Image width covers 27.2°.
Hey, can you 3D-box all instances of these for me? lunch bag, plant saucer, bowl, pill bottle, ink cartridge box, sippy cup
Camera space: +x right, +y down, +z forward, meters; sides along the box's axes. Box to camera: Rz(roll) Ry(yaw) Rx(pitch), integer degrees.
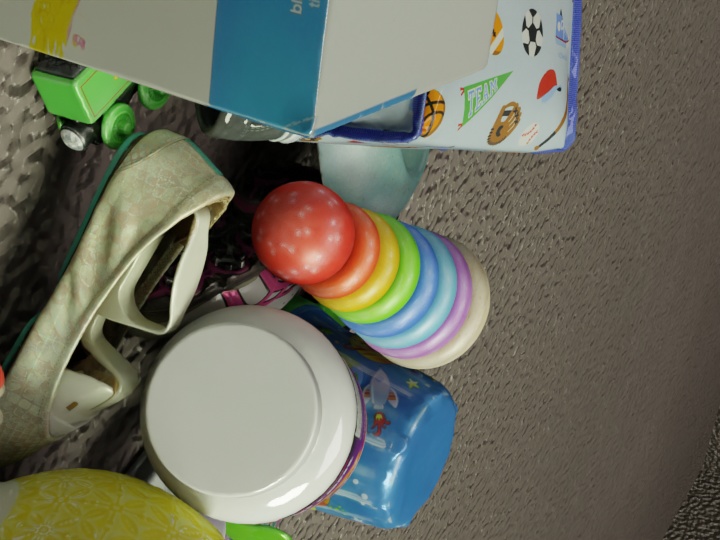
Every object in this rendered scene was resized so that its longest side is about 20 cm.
[{"bbox_3d":[0.042,-0.164,0.781,0.170,0.124,0.200,-2,95,-56],"label":"lunch bag"},{"bbox_3d":[0.016,-0.110,0.918,0.201,0.039,0.201,2,90,-75],"label":"plant saucer"},{"bbox_3d":[-0.171,0.156,0.694,0.108,0.200,0.200,50,54,-17],"label":"bowl"},{"bbox_3d":[-0.055,0.078,0.792,0.200,0.111,0.112,68,46,-82],"label":"pill bottle"},{"bbox_3d":[-0.058,-0.156,0.561,0.147,0.200,0.145,-31,135,-56],"label":"ink cartridge box"},{"bbox_3d":[-0.014,0.098,0.952,0.178,0.130,0.140,-69,158,-2],"label":"sippy cup"}]

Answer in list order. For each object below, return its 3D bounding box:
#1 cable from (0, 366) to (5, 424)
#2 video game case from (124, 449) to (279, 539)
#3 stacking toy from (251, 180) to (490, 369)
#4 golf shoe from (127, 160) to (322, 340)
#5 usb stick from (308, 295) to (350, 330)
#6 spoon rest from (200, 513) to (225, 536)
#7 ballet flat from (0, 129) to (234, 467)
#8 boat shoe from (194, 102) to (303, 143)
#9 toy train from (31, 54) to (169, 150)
[{"bbox_3d":[-0.179,0.000,0.627,0.097,0.050,0.200,-66,163,-56],"label":"cable"},{"bbox_3d":[-0.109,0.165,0.997,0.182,0.024,0.200,-52,153,-35],"label":"video game case"},{"bbox_3d":[0.000,0.000,0.841,0.200,0.085,0.086,25,87,-61],"label":"stacking toy"},{"bbox_3d":[-0.074,0.006,0.858,0.200,0.073,0.092,-33,139,-55],"label":"golf shoe"},{"bbox_3d":[-0.005,-0.008,1.066,0.200,0.033,0.055,-67,166,-2],"label":"usb stick"},{"bbox_3d":[-0.130,0.195,0.799,0.061,0.099,0.200,57,31,-19],"label":"spoon rest"},{"bbox_3d":[-0.124,0.027,0.716,0.200,0.062,0.067,-60,167,18],"label":"ballet flat"},{"bbox_3d":[-0.058,-0.157,0.688,0.057,0.069,0.200,-11,93,-34],"label":"boat shoe"},{"bbox_3d":[-0.089,-0.137,0.734,0.200,0.042,0.056,-54,144,-31],"label":"toy train"}]
